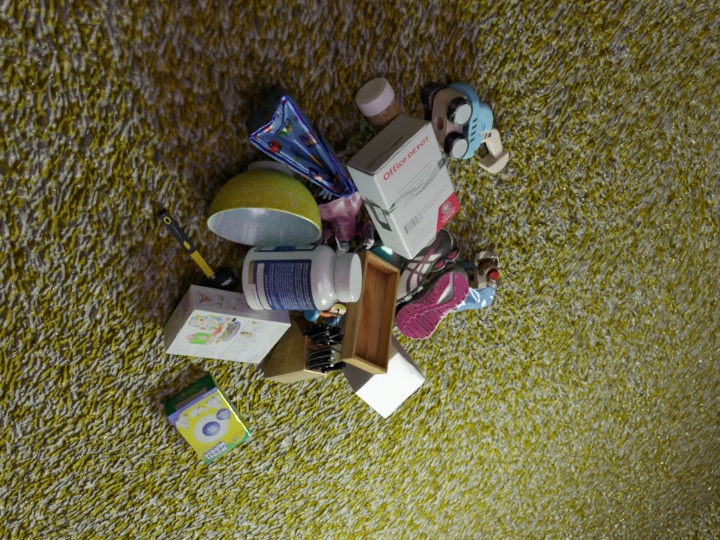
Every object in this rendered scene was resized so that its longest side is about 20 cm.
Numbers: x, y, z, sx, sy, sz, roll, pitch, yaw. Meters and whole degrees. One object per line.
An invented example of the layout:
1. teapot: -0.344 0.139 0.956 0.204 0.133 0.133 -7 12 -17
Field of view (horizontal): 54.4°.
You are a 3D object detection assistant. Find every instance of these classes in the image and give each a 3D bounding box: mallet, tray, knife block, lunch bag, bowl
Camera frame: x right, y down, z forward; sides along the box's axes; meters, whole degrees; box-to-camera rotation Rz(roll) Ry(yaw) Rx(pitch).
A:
1. mallet: -0.286 -0.034 1.243 0.065 0.041 0.203 -28 126 -8
2. tray: 0.019 0.078 1.289 0.098 0.036 0.205 28 60 -41
3. knife block: -0.105 0.185 1.392 0.063 0.176 0.203 17 111 -35
4. lunch bag: -0.085 -0.191 1.138 0.094 0.151 0.199 -45 112 7
5. bowl: -0.159 -0.120 1.193 0.196 0.198 0.111 14 71 -34

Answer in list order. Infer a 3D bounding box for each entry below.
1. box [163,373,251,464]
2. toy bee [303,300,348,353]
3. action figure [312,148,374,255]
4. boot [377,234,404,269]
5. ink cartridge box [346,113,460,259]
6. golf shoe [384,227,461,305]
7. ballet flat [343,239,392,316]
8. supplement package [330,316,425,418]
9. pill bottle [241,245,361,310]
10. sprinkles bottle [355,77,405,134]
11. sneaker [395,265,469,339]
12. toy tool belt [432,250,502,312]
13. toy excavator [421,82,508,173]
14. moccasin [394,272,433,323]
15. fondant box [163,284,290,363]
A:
1. box: -0.309 0.319 1.451 0.116 0.049 0.202 -31 132 -7
2. toy bee: -0.052 0.054 1.325 0.130 0.199 0.111 5 116 -54
3. action figure: -0.042 -0.103 1.312 0.130 0.152 0.202 -3 145 1
4. boot: 0.062 -0.028 1.426 0.094 0.074 0.204 16 105 -26
5. ink cartridge box: 0.079 -0.148 1.231 0.145 0.083 0.202 -43 132 -17
6. golf shoe: 0.103 -0.007 1.381 0.199 0.077 0.089 -39 100 -4
7. ballet flat: 0.000 0.000 1.393 0.066 0.071 0.202 16 125 -23
8. supplement package: 0.021 0.175 1.439 0.119 0.201 0.121 -42 130 3
9. pill bottle: -0.100 0.013 1.234 0.194 0.112 0.113 -1 129 15
10. sprinkles bottle: 0.064 -0.252 1.272 0.068 0.068 0.201 -39 131 0
11. sneaker: 0.153 0.065 1.425 0.199 0.088 0.082 -40 91 31
12. toy tool belt: 0.241 0.041 1.525 0.195 0.123 0.128 -10 125 -23
13. toy excavator: 0.216 -0.266 1.340 0.196 0.100 0.199 -19 129 -28
14. moccasin: 0.117 0.019 1.471 0.073 0.078 0.203 29 103 -38
15. fondant box: -0.249 0.104 1.305 0.196 0.059 0.145 11 137 -35
